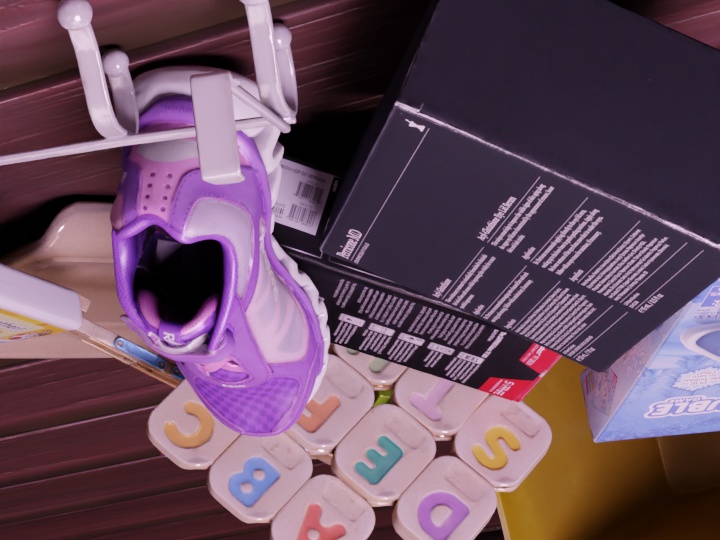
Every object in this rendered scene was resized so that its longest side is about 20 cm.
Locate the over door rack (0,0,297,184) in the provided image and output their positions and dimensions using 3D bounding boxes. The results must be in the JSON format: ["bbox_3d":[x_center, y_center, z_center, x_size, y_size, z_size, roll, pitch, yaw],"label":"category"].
[{"bbox_3d":[-0.103,-0.064,0.785,0.147,0.067,0.200,-9,-171,6],"label":"over door rack"}]

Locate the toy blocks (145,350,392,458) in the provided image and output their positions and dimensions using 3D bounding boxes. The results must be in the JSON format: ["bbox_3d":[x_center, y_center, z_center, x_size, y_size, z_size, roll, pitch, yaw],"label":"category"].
[{"bbox_3d":[-0.041,0.052,1.225,0.136,0.101,0.200,3,151,-18],"label":"toy blocks"}]

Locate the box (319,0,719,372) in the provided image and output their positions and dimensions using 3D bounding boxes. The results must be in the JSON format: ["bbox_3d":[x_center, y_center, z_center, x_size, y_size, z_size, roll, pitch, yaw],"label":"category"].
[{"bbox_3d":[0.072,-0.038,0.887,0.140,0.079,0.200,21,163,-4],"label":"box"}]

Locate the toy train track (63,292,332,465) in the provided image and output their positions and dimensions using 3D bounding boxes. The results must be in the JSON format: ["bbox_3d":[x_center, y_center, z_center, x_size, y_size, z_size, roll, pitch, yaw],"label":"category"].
[{"bbox_3d":[-0.073,0.053,1.137,0.199,0.033,0.115,27,164,-17],"label":"toy train track"}]

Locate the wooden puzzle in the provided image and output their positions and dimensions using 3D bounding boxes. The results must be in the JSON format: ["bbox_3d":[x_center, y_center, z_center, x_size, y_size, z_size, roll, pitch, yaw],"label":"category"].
[{"bbox_3d":[-0.133,0.002,1.205,0.184,0.037,0.200,1,160,-38],"label":"wooden puzzle"}]

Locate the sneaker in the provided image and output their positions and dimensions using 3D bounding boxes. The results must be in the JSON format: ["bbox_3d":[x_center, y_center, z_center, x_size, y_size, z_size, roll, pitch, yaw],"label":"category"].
[{"bbox_3d":[-0.066,0.012,0.944,0.080,0.089,0.201,1,137,13],"label":"sneaker"}]

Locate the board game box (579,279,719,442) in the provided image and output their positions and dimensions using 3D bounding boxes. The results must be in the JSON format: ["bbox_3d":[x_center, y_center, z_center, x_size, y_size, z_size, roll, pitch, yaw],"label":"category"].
[{"bbox_3d":[0.227,0.020,1.056,0.199,0.044,0.199,-4,155,-13],"label":"board game box"}]

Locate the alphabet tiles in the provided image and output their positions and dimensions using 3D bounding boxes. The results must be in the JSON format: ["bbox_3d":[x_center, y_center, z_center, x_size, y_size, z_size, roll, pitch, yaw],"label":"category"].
[{"bbox_3d":[-0.004,0.051,1.100,0.196,0.200,0.015,-45,168,-30],"label":"alphabet tiles"}]

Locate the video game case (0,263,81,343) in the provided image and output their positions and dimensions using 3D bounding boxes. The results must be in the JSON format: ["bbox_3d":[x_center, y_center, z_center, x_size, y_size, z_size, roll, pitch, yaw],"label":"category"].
[{"bbox_3d":[-0.248,0.020,1.002,0.181,0.023,0.200,-11,168,14],"label":"video game case"}]

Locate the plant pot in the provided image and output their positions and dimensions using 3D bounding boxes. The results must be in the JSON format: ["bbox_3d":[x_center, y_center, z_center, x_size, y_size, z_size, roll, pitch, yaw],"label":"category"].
[{"bbox_3d":[0.210,0.094,1.489,0.199,0.201,0.176,-16,175,36],"label":"plant pot"}]

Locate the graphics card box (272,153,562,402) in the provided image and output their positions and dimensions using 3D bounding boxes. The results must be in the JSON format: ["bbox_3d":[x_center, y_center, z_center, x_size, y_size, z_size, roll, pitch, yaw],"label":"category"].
[{"bbox_3d":[0.000,0.000,1.045,0.199,0.051,0.126,17,164,-3],"label":"graphics card box"}]
